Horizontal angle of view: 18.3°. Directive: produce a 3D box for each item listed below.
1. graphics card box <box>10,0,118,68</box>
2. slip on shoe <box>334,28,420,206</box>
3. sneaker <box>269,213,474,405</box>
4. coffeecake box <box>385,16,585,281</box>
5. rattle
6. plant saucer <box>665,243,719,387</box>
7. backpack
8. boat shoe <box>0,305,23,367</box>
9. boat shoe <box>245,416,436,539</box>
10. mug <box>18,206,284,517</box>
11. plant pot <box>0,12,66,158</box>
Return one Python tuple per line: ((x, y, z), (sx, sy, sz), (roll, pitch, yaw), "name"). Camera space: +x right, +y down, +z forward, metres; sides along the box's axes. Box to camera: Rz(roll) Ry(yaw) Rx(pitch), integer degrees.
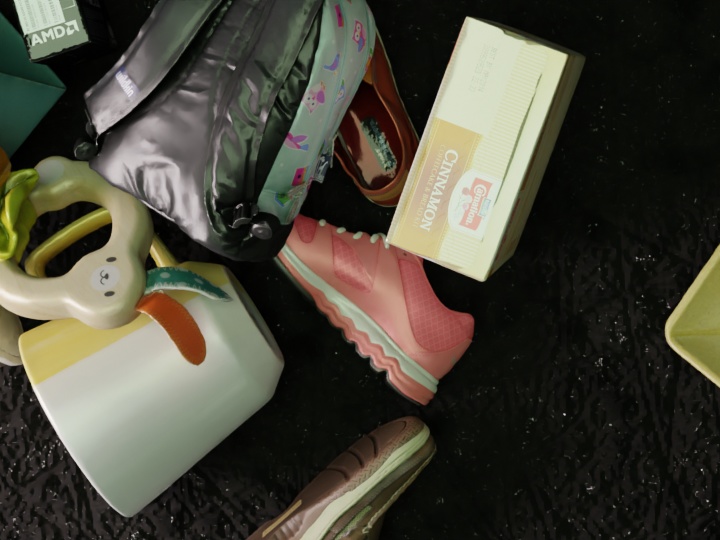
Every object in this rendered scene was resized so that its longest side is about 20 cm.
((-0.229, -0.245, 1.573), (0.050, 0.125, 0.202), (-18, 93, 3), "graphics card box")
((-0.015, -0.137, 1.582), (0.074, 0.061, 0.201), (-27, 89, 12), "slip on shoe")
((0.000, 0.000, 1.597), (0.087, 0.074, 0.200), (-44, 91, -4), "sneaker")
((0.088, -0.084, 1.499), (0.073, 0.200, 0.155), (21, 98, 6), "coffeecake box")
((-0.185, -0.031, 1.503), (0.200, 0.130, 0.144), (36, 143, 35), "rattle")
((0.337, 0.024, 1.516), (0.200, 0.048, 0.201), (41, 106, 29), "plant saucer")
((-0.079, -0.126, 1.514), (0.166, 0.126, 0.201), (30, 102, 16), "backpack")
((-0.308, 0.019, 1.588), (0.059, 0.200, 0.072), (-23, 57, 14), "boat shoe")
((-0.014, 0.188, 1.612), (0.202, 0.075, 0.075), (-40, 102, 16), "boat shoe")
((-0.148, 0.056, 1.578), (0.153, 0.150, 0.187), (-31, 110, 2), "mug")
((-0.343, -0.104, 1.583), (0.141, 0.141, 0.200), (47, 109, 27), "plant pot")
